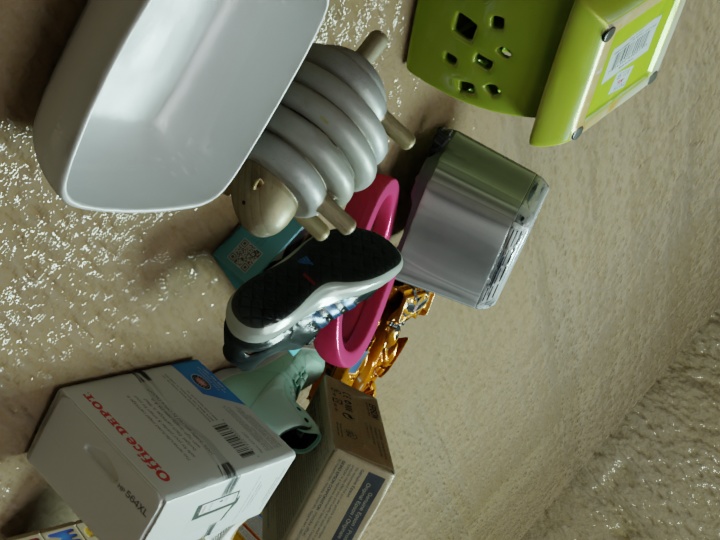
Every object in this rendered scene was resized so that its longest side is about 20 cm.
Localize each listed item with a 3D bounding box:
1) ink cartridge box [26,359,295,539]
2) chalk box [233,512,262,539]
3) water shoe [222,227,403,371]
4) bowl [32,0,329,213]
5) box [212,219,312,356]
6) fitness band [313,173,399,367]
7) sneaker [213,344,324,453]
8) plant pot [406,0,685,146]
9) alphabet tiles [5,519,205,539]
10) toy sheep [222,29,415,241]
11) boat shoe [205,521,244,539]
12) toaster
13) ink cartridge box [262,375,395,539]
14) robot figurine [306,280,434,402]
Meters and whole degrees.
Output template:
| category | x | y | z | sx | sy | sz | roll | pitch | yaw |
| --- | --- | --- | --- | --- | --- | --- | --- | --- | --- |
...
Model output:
| category | x | y | z | sx | sy | sz | roll | pitch | yaw |
| --- | --- | --- | --- | --- | --- | --- | --- | --- | --- |
| ink cartridge box | -0.177 | 0.167 | 1.230 | 0.199 | 0.146 | 0.085 | -8 | 135 | -58 |
| chalk box | -0.170 | 0.387 | 1.623 | 0.123 | 0.124 | 0.201 | -26 | 148 | -46 |
| water shoe | -0.048 | 0.023 | 1.234 | 0.199 | 0.072 | 0.079 | -24 | 151 | -37 |
| bowl | -0.131 | -0.140 | 0.931 | 0.201 | 0.074 | 0.199 | -59 | 158 | 19 |
| box | -0.074 | 0.007 | 1.309 | 0.082 | 0.049 | 0.200 | -47 | 158 | -10 |
| fitness band | 0.000 | 0.000 | 1.356 | 0.144 | 0.037 | 0.202 | 77 | 29 | -58 |
| sneaker | -0.075 | 0.146 | 1.434 | 0.200 | 0.118 | 0.074 | -18 | 141 | -55 |
| plant pot | 0.179 | -0.244 | 1.232 | 0.199 | 0.181 | 0.200 | -34 | 154 | -32 |
| alphabet tiles | -0.241 | 0.282 | 1.293 | 0.198 | 0.006 | 0.167 | -15 | 138 | 2 |
| toy sheep | -0.035 | -0.111 | 1.092 | 0.201 | 0.137 | 0.138 | -56 | 161 | -21 |
| boat shoe | -0.156 | 0.245 | 1.497 | 0.069 | 0.070 | 0.201 | 38 | 79 | -47 |
| toaster | 0.115 | -0.055 | 1.444 | 0.114 | 0.128 | 0.201 | -58 | 170 | -49 |
| ink cartridge box | -0.039 | 0.227 | 1.446 | 0.166 | 0.074 | 0.200 | -63 | -168 | 14 |
| robot figurine | 0.019 | 0.074 | 1.583 | 0.145 | 0.058 | 0.201 | -14 | 139 | -58 |
